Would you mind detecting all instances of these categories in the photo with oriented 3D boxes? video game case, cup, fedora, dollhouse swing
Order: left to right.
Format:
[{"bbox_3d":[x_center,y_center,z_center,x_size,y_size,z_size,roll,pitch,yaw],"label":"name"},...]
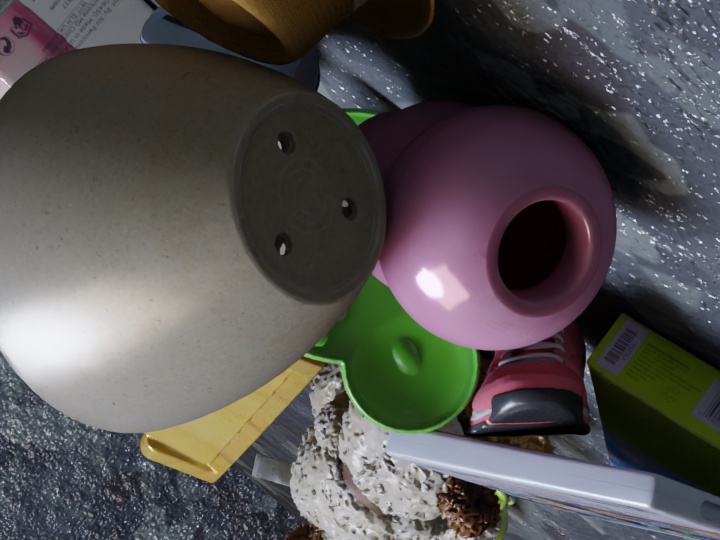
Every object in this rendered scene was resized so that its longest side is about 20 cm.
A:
[{"bbox_3d":[-0.112,0.032,1.380,0.176,0.182,0.200,40,140,-1],"label":"dollhouse swing"},{"bbox_3d":[-0.072,-0.026,0.919,0.143,0.201,0.200,-11,134,44],"label":"cup"},{"bbox_3d":[-0.060,-0.161,0.898,0.200,0.082,0.201,36,166,10],"label":"fedora"},{"bbox_3d":[0.145,0.133,1.123,0.200,0.023,0.182,6,168,44],"label":"video game case"}]

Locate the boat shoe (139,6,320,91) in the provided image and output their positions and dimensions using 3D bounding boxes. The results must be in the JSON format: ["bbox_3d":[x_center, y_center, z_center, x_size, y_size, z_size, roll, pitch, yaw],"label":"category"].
[{"bbox_3d":[-0.064,-0.118,1.110,0.067,0.074,0.200,46,178,-32],"label":"boat shoe"}]

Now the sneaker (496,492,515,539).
[{"bbox_3d":[0.110,0.225,1.794,0.076,0.075,0.200,30,166,31],"label":"sneaker"}]

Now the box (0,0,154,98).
[{"bbox_3d":[-0.177,-0.121,1.298,0.200,0.109,0.128,43,166,-19],"label":"box"}]

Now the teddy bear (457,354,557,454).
[{"bbox_3d":[0.080,0.084,1.440,0.145,0.067,0.200,53,169,-19],"label":"teddy bear"}]

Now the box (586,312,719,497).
[{"bbox_3d":[0.211,0.112,1.188,0.122,0.048,0.200,32,165,24],"label":"box"}]

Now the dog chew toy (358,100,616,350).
[{"bbox_3d":[0.047,-0.035,0.986,0.125,0.125,0.200,45,173,-29],"label":"dog chew toy"}]

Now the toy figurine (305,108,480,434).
[{"bbox_3d":[0.000,0.000,1.187,0.200,0.150,0.184,62,178,-3],"label":"toy figurine"}]

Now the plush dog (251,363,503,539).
[{"bbox_3d":[0.018,0.143,1.392,0.200,0.160,0.172,50,146,9],"label":"plush dog"}]

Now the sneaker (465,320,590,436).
[{"bbox_3d":[0.102,0.057,1.143,0.073,0.087,0.200,-2,178,7],"label":"sneaker"}]
